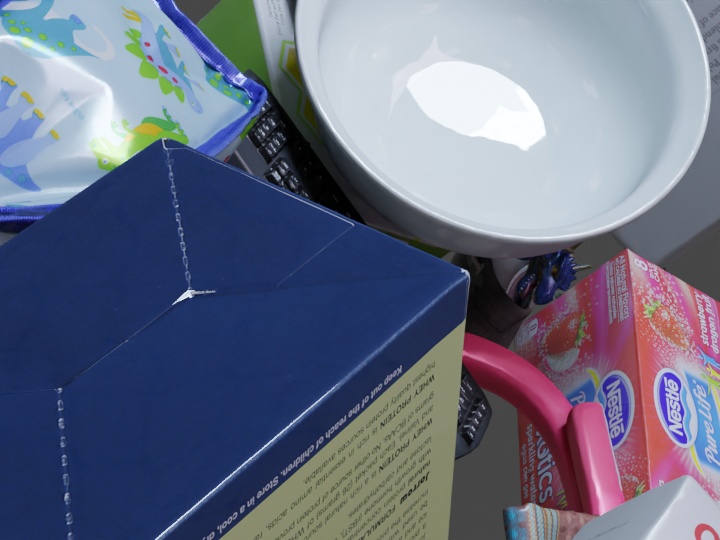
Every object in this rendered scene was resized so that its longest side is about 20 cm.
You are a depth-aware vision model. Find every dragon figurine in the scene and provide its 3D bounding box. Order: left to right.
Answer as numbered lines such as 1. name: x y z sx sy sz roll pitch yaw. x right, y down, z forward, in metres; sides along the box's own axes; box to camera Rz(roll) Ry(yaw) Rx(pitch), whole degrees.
1. dragon figurine: 0.091 -0.058 1.148 0.099 0.059 0.200 15 41 15

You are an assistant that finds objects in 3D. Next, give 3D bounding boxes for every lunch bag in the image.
1. lunch bag: -0.152 -0.019 0.848 0.127 0.170 0.200 47 36 0

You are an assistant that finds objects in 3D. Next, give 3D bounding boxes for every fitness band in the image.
1. fitness band: 0.052 0.113 1.024 0.143 0.038 0.201 3 51 -11

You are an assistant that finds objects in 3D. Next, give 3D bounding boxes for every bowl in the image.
1. bowl: 0.059 -0.082 1.039 0.200 0.090 0.202 5 61 -9

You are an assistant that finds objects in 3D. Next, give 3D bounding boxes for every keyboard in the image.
1. keyboard: 0.000 0.000 0.975 0.200 0.040 0.104 53 30 -9

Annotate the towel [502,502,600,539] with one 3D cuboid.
1. towel: 0.130 0.205 0.953 0.146 0.022 0.201 12 62 -42

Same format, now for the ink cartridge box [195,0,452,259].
1. ink cartridge box: -0.062 -0.072 1.068 0.199 0.076 0.148 17 48 -40

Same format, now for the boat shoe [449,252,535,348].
1. boat shoe: 0.085 -0.021 1.199 0.067 0.057 0.200 40 38 -14

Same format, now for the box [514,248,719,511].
1. box: 0.148 0.104 1.128 0.099 0.095 0.201 28 42 -27

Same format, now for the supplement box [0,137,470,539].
1. supplement box: -0.076 0.101 0.735 0.134 0.200 0.200 25 42 27

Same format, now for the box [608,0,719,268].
1. box: 0.211 -0.149 1.323 0.171 0.199 0.200 45 37 -9

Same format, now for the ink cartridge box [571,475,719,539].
1. ink cartridge box: 0.110 0.201 0.861 0.145 0.085 0.200 47 50 -3

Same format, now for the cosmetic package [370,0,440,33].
1. cosmetic package: -0.010 -0.208 1.151 0.071 0.102 0.200 21 17 -30
